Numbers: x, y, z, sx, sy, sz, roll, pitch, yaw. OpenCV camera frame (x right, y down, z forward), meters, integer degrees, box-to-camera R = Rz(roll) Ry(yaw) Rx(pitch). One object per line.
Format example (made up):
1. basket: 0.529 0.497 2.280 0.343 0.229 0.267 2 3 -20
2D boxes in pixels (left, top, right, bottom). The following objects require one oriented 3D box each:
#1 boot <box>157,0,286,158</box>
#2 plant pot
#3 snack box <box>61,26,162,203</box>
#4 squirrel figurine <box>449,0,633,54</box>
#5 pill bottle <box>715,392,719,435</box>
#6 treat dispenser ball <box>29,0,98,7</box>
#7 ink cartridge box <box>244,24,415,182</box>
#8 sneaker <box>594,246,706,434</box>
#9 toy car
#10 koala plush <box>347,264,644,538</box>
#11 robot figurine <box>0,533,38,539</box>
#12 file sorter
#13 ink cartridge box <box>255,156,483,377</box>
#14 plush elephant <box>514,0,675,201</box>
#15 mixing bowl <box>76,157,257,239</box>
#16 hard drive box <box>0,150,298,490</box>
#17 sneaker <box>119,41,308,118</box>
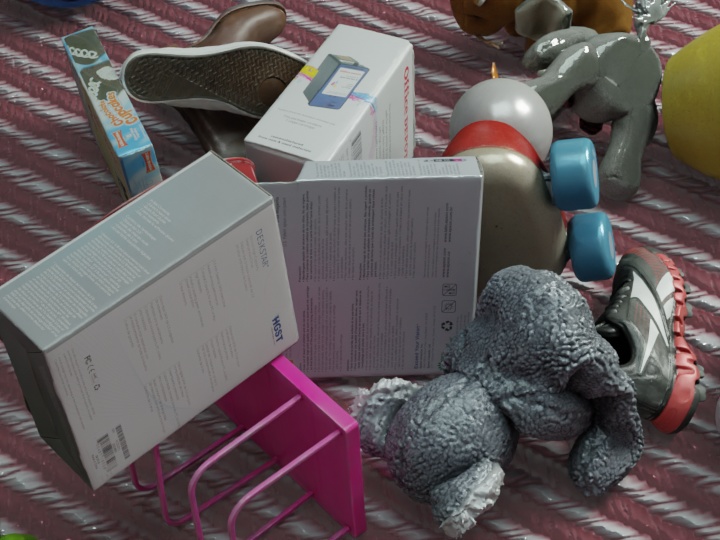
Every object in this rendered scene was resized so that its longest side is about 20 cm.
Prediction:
1. boot: -0.107 -0.183 1.627 0.186 0.064 0.200 -31 51 -18
2. plant pot: 0.373 -0.162 1.534 0.141 0.201 0.200 -2 40 27
3. snack box: -0.234 -0.132 1.533 0.037 0.117 0.200 -21 48 -11
4. squirrel figurine: 0.191 -0.312 1.653 0.186 0.200 0.142 5 49 -18
5. pill bottle: 0.373 0.066 1.333 0.113 0.114 0.200 15 46 15
6. treat dispenser ball: -0.327 -0.390 1.740 0.200 0.202 0.201 0 44 0
7. ink cartridge box: -0.024 -0.114 1.495 0.087 0.146 0.200 18 48 20
8. sneaker: 0.235 0.047 1.371 0.097 0.071 0.201 16 43 -14
9. toy car: 0.130 -0.095 1.437 0.183 0.177 0.201 -6 46 16
10. koala plush: 0.098 0.111 1.263 0.200 0.184 0.177 -34 52 -15
11. robot figurine: -0.324 0.226 1.168 0.174 0.116 0.201 -6 44 -3
12. file sorter: -0.108 0.137 1.246 0.125 0.139 0.200 -33 53 -25
13. ink cartridge box: 0.000 0.000 1.338 0.199 0.197 0.043 -1 32 -4
14. plush elephant: 0.219 -0.191 1.585 0.164 0.155 0.201 32 81 -21
15. mixing bowl: -0.152 0.002 1.370 0.200 0.200 0.109 -27 80 -25
16. hard drive box: -0.149 0.036 1.144 0.200 0.156 0.077 -35 51 -25
17. sneaker: -0.137 -0.192 1.559 0.199 0.073 0.085 5 8 -14
